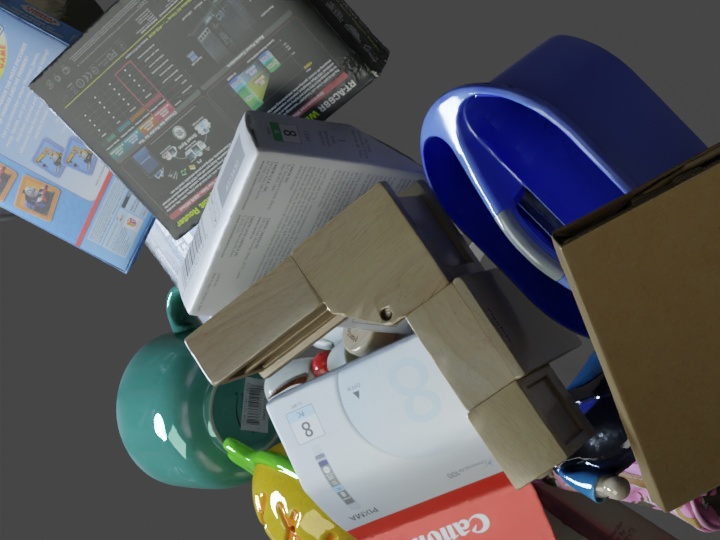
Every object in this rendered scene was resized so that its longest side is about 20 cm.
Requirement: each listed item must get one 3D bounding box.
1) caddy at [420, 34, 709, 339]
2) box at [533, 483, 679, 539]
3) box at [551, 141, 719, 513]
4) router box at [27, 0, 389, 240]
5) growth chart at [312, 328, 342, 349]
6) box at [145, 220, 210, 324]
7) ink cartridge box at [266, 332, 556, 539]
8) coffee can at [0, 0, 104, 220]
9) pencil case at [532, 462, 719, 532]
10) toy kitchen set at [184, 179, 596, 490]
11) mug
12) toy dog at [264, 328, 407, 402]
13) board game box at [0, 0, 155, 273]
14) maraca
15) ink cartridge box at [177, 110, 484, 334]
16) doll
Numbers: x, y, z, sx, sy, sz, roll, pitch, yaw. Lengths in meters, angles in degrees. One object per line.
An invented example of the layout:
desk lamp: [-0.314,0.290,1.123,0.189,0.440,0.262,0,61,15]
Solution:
caddy: [0.127,-0.043,0.807,0.200,0.105,0.141,45,149,-1]
box: [0.147,0.237,1.103,0.200,0.109,0.128,33,146,19]
box: [0.211,0.026,0.754,0.200,0.163,0.021,64,176,-28]
router box: [-0.102,-0.137,0.903,0.200,0.062,0.150,-36,104,24]
growth chart: [-0.072,0.011,1.178,0.200,0.018,0.145,24,142,30]
box: [-0.102,-0.051,1.057,0.200,0.050,0.198,54,137,1]
ink cartridge box: [0.038,0.157,0.991,0.160,0.047,0.200,-26,86,27]
coffee can: [-0.304,-0.147,1.137,0.146,0.146,0.200,46,148,-2]
pencil case: [0.181,0.132,0.971,0.200,0.083,0.087,7,134,45]
toy kitchen set: [0.035,0.068,0.889,0.180,0.163,0.200,-37,80,20]
mug: [-0.147,0.119,1.259,0.114,0.152,0.185,-6,123,50]
toy dog: [-0.008,0.101,1.092,0.132,0.096,0.200,17,149,-12]
board game box: [-0.233,-0.108,0.997,0.200,0.037,0.151,28,117,-6]
maraca: [-0.042,0.194,1.141,0.200,0.107,0.137,13,149,50]
ink cartridge box: [-0.010,-0.027,0.928,0.161,0.200,0.050,-62,35,40]
doll: [0.176,0.089,0.889,0.048,0.136,0.200,33,131,-24]
